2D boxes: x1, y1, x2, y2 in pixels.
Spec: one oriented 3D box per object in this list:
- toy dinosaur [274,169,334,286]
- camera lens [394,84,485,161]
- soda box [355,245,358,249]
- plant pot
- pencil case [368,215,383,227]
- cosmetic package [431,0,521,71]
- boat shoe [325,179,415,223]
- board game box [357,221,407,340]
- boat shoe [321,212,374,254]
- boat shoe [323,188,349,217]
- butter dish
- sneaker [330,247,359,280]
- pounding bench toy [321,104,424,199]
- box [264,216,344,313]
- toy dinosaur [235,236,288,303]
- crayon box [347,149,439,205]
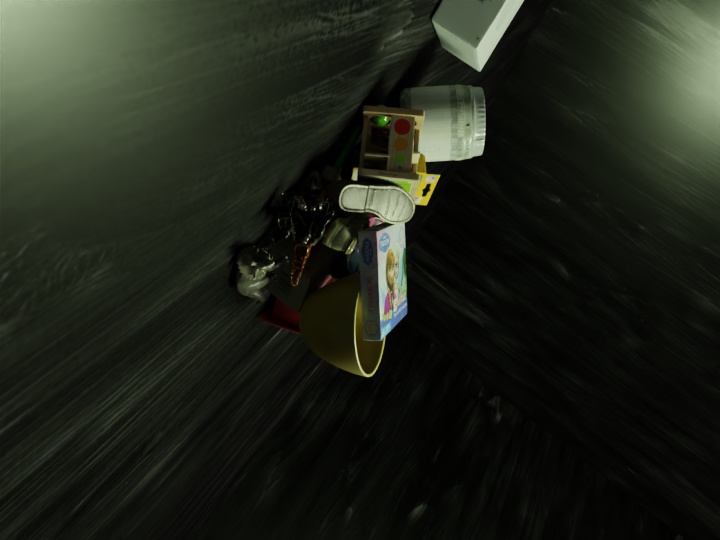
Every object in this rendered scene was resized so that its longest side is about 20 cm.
[{"bbox_3d":[-0.095,-0.081,1.000,0.099,0.207,0.136,-10,173,-3],"label":"toy dinosaur"},{"bbox_3d":[0.176,-0.331,1.249,0.160,0.193,0.166,-2,90,-85],"label":"camera lens"},{"bbox_3d":[-0.003,0.028,1.359,0.062,0.205,0.068,-15,146,5],"label":"soda box"},{"bbox_3d":[-0.041,0.106,1.114,0.199,0.138,0.207,0,90,-70],"label":"plant pot"},{"bbox_3d":[0.009,-0.110,1.302,0.091,0.093,0.200,-48,-153,5],"label":"pencil case"},{"bbox_3d":[0.262,-0.570,1.184,0.202,0.122,0.200,-57,170,13],"label":"cosmetic package"},{"bbox_3d":[0.021,-0.143,1.072,0.196,0.068,0.074,11,104,-39],"label":"boat shoe"},{"bbox_3d":[0.049,0.011,1.099,0.200,0.040,0.206,-31,120,-68],"label":"board game box"},{"bbox_3d":[-0.015,-0.070,1.080,0.074,0.062,0.200,-59,172,23],"label":"boat shoe"},{"bbox_3d":[-0.035,-0.128,1.154,0.197,0.073,0.068,-1,102,-59],"label":"boat shoe"},{"bbox_3d":[-0.118,0.056,1.336,0.199,0.194,0.152,-39,140,-60],"label":"butter dish"},{"bbox_3d":[0.000,0.000,1.231,0.079,0.089,0.200,-55,170,13],"label":"sneaker"},{"bbox_3d":[0.024,-0.246,1.116,0.124,0.193,0.161,89,6,-80],"label":"pounding bench toy"},{"bbox_3d":[-0.106,-0.032,1.184,0.200,0.108,0.129,-48,169,-40],"label":"box"},{"bbox_3d":[-0.193,0.002,1.010,0.101,0.078,0.200,-27,167,-35],"label":"toy dinosaur"},{"bbox_3d":[0.070,-0.209,1.253,0.126,0.193,0.053,109,-17,-63],"label":"crayon box"}]
